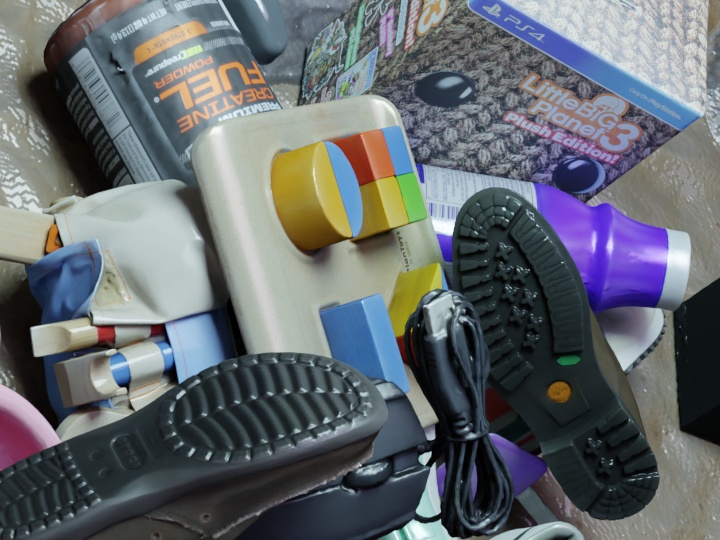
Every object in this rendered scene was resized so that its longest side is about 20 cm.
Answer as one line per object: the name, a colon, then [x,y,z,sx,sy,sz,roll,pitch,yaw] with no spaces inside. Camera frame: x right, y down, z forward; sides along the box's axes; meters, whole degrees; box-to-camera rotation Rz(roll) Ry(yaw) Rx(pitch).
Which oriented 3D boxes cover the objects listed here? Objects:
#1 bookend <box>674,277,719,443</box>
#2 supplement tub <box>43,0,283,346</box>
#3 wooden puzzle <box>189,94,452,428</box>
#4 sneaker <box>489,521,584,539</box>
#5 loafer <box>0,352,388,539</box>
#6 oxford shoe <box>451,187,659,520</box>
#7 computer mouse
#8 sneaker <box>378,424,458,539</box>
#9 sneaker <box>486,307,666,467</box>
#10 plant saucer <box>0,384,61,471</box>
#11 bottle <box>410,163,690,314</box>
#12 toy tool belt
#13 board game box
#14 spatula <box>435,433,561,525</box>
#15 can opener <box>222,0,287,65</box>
bookend: [0.335,0.049,1.740,0.198,0.200,0.093,21,52,-27]
supplement tub: [-0.086,-0.061,1.525,0.107,0.107,0.201,-21,77,-45]
wooden puzzle: [0.000,0.000,1.465,0.200,0.046,0.187,-17,91,-61]
sneaker: [0.069,0.211,1.499,0.074,0.088,0.201,38,47,-16]
loafer: [-0.081,0.100,1.299,0.199,0.071,0.073,-19,41,-5]
oxford shoe: [0.103,0.040,1.553,0.085,0.072,0.201,-86,153,-70]
computer mouse: [-0.026,0.094,1.355,0.053,0.198,0.139,-107,-175,-66]
sneaker: [-0.011,0.128,1.490,0.118,0.074,0.201,24,41,-35]
sneaker: [0.107,0.040,1.648,0.094,0.070,0.200,55,47,-5]
plant saucer: [-0.205,0.148,1.286,0.200,0.051,0.202,-2,92,-56]
bottle: [0.090,-0.014,1.608,0.198,0.066,0.084,9,34,-6]
toy tool belt: [-0.128,0.056,1.424,0.122,0.125,0.202,-10,86,-23]
board game box: [0.081,-0.113,1.631,0.159,0.200,0.097,26,49,-24]
spatula: [0.119,0.153,1.603,0.200,0.056,0.021,38,27,-28]
can opener: [-0.058,-0.091,1.596,0.053,0.067,0.201,-11,71,-42]
